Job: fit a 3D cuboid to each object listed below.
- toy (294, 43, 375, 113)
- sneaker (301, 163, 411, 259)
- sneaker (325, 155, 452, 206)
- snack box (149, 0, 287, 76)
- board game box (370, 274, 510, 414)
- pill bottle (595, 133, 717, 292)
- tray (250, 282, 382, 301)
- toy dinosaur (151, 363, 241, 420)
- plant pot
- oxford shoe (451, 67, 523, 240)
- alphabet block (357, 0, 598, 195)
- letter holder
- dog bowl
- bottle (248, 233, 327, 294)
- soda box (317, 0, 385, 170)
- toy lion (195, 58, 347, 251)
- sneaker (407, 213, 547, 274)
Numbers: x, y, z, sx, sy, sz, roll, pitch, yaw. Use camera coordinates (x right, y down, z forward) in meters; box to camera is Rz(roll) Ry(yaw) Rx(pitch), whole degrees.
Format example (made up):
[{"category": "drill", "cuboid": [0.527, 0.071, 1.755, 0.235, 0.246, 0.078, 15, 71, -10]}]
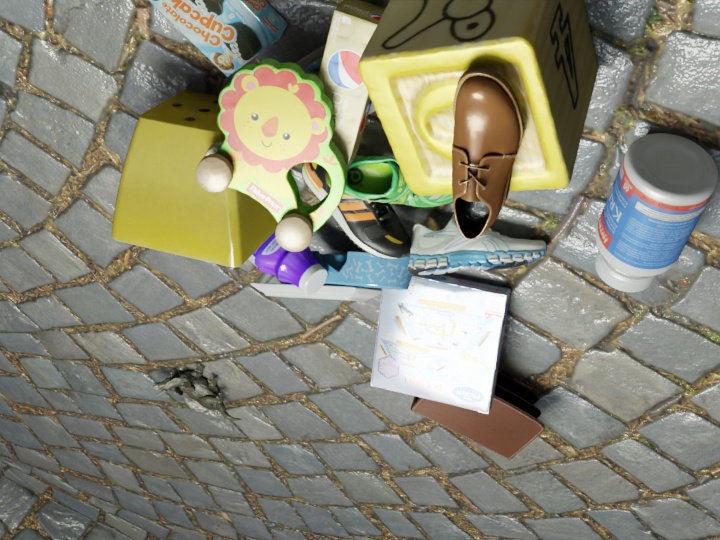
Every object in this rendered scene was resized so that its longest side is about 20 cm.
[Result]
[{"category": "toy", "cuboid": [-0.049, -0.226, 1.253, 0.199, 0.047, 0.115, -18, 128, 42]}, {"category": "sneaker", "cuboid": [0.004, -0.104, 1.322, 0.200, 0.070, 0.090, 46, 137, 6]}, {"category": "sneaker", "cuboid": [0.054, -0.116, 1.258, 0.199, 0.084, 0.075, -1, 104, -9]}, {"category": "snack box", "cuboid": [-0.201, -0.348, 1.194, 0.200, 0.037, 0.116, 43, 140, -23]}, {"category": "board game box", "cuboid": [0.124, 0.107, 1.490, 0.199, 0.041, 0.201, 12, 108, 16]}, {"category": "pill bottle", "cuboid": [0.358, -0.063, 1.177, 0.112, 0.113, 0.200, 17, 142, 9]}, {"category": "tray", "cuboid": [-0.072, 0.036, 1.556, 0.199, 0.022, 0.107, 2, 176, 27]}, {"category": "toy dinosaur", "cuboid": [-0.334, 0.253, 1.990, 0.199, 0.077, 0.102, 25, 155, -10]}, {"category": "plant pot", "cuboid": [-0.219, -0.142, 1.327, 0.199, 0.200, 0.177, 12, 120, 15]}, {"category": "oxford shoe", "cuboid": [0.123, -0.111, 0.951, 0.071, 0.071, 0.201, 11, 140, 18]}, {"category": "alphabet block", "cuboid": [0.137, -0.221, 1.030, 0.194, 0.201, 0.197, -1, 137, 30]}, {"category": "letter holder", "cuboid": [0.210, 0.213, 1.608, 0.199, 0.101, 0.142, 27, 141, -4]}, {"category": "dog bowl", "cuboid": [0.000, 0.000, 1.431, 0.111, 0.050, 0.200, 6, 179, -38]}, {"category": "bottle", "cuboid": [-0.135, -0.038, 1.442, 0.200, 0.084, 0.065, 39, 172, 26]}, {"category": "soda box", "cuboid": [-0.017, -0.228, 1.169, 0.067, 0.064, 0.201, 19, 123, 3]}, {"category": "toy lion", "cuboid": [-0.097, -0.151, 1.167, 0.200, 0.069, 0.192, 37, 114, -12]}, {"category": "sneaker", "cuboid": [0.165, -0.045, 1.343, 0.199, 0.087, 0.075, -3, 169, 0]}]
